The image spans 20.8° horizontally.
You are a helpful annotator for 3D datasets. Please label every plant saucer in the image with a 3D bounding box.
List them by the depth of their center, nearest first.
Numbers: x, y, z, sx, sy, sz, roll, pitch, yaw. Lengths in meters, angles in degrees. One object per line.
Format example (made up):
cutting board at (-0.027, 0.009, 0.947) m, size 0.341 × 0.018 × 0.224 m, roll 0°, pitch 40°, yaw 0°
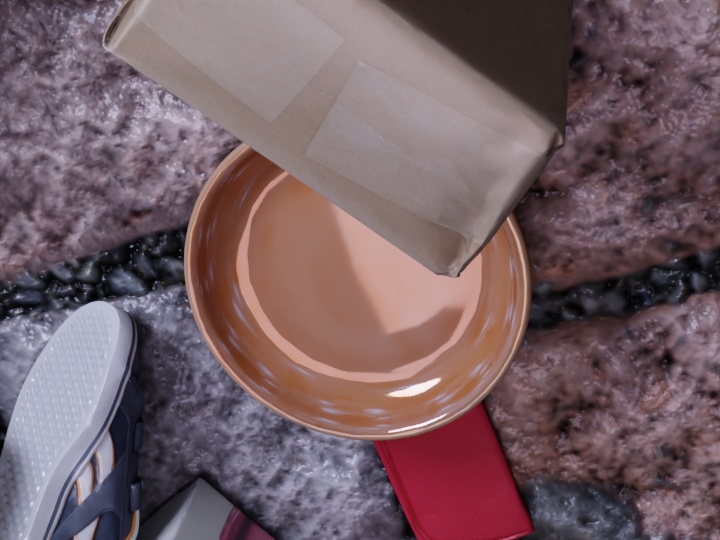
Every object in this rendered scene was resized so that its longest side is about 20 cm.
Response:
plant saucer at (0.000, 0.000, 1.112) m, size 0.199 × 0.037 × 0.201 m, roll 4°, pitch 113°, yaw 10°

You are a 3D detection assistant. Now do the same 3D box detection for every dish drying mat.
dish drying mat at (0.039, 0.091, 1.191) m, size 0.077 × 0.018 × 0.200 m, roll -14°, pitch 119°, yaw 17°

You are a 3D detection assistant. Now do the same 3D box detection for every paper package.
paper package at (-0.001, -0.125, 0.954) m, size 0.200 × 0.191 × 0.104 m, roll 34°, pitch 120°, yaw -12°

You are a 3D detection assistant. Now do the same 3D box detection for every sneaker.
sneaker at (-0.172, 0.119, 1.196) m, size 0.079 × 0.078 × 0.201 m, roll 23°, pitch 91°, yaw -43°

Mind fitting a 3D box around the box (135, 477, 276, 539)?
box at (-0.077, 0.254, 1.244) m, size 0.200 × 0.128 × 0.109 m, roll 41°, pitch 124°, yaw -13°
